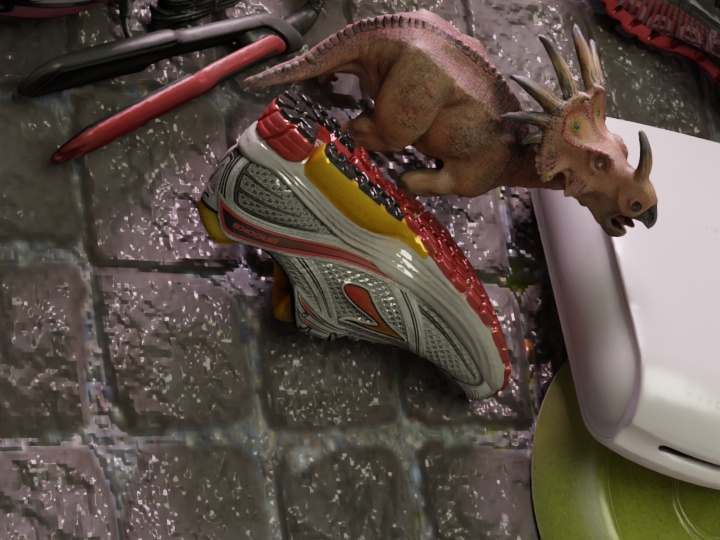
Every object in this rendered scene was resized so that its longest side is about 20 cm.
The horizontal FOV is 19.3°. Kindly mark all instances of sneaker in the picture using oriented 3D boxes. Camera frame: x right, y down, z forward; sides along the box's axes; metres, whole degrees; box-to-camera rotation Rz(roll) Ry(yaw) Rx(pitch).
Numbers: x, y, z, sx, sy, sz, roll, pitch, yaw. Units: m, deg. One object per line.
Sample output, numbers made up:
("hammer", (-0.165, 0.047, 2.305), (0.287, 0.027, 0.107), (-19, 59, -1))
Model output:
("sneaker", (0.210, -0.152, 1.208), (0.200, 0.098, 0.071), (36, 58, -17))
("sneaker", (0.000, 0.000, 1.030), (0.200, 0.082, 0.078), (43, 15, -29))

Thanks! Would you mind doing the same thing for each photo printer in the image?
("photo printer", (0.180, 0.023, 1.103), (0.165, 0.070, 0.201), (12, 49, -25))

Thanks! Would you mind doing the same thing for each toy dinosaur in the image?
("toy dinosaur", (0.048, -0.086, 1.047), (0.199, 0.135, 0.087), (27, 59, -23))

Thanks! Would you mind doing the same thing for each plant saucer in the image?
("plant saucer", (0.178, 0.121, 1.126), (0.198, 0.031, 0.202), (12, 66, -30))

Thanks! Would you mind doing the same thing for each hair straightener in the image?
("hair straightener", (-0.087, -0.122, 1.028), (0.199, 0.041, 0.077), (-31, 92, -38))

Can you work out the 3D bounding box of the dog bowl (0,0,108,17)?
("dog bowl", (-0.155, -0.205, 0.976), (0.198, 0.074, 0.202), (14, 58, -23))
